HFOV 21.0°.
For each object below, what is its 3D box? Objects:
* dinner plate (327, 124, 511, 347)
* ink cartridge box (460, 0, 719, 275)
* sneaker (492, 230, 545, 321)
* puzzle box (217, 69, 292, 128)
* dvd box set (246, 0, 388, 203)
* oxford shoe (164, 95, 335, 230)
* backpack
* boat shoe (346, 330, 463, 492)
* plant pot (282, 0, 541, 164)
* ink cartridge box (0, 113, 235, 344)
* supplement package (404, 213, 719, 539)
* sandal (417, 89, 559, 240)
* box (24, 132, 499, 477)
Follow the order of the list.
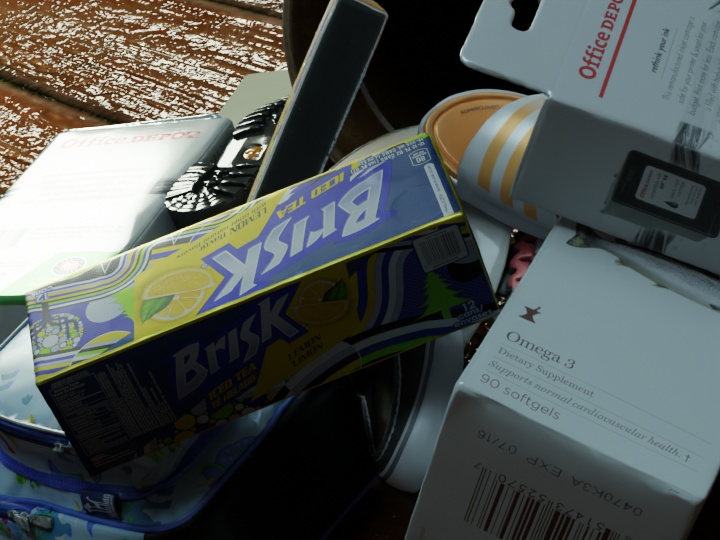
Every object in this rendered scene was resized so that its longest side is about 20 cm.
[{"bbox_3d":[0.000,0.000,1.095,0.200,0.024,0.200,-28,44,31],"label":"dinner plate"},{"bbox_3d":[0.144,-0.070,0.892,0.200,0.067,0.116,21,45,4],"label":"ink cartridge box"},{"bbox_3d":[0.140,-0.010,1.067,0.098,0.071,0.200,1,38,29],"label":"sneaker"},{"bbox_3d":[-0.016,-0.104,1.360,0.200,0.025,0.133,-3,34,27],"label":"puzzle box"},{"bbox_3d":[-0.028,-0.080,1.045,0.029,0.146,0.200,23,7,-5],"label":"dvd box set"},{"bbox_3d":[-0.048,-0.057,1.247,0.073,0.084,0.200,4,36,39],"label":"oxford shoe"},{"bbox_3d":[-0.113,0.084,0.999,0.200,0.147,0.183,1,34,36],"label":"backpack"},{"bbox_3d":[0.011,0.024,0.958,0.066,0.070,0.200,17,44,-10],"label":"boat shoe"},{"bbox_3d":[0.091,-0.155,1.198,0.200,0.200,0.198,7,20,39],"label":"plant pot"},{"bbox_3d":[-0.169,-0.009,1.242,0.146,0.084,0.200,-2,35,29],"label":"ink cartridge box"},{"bbox_3d":[0.120,0.051,0.899,0.117,0.117,0.200,24,45,11],"label":"supplement package"},{"bbox_3d":[0.125,-0.049,1.017,0.207,0.059,0.079,32,63,19],"label":"sandal"},{"bbox_3d":[-0.045,0.014,0.868,0.200,0.064,0.070,-21,39,2],"label":"box"}]
